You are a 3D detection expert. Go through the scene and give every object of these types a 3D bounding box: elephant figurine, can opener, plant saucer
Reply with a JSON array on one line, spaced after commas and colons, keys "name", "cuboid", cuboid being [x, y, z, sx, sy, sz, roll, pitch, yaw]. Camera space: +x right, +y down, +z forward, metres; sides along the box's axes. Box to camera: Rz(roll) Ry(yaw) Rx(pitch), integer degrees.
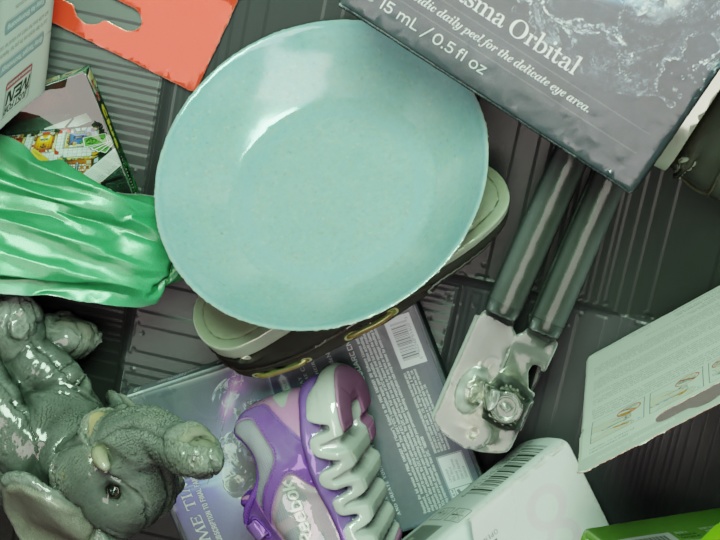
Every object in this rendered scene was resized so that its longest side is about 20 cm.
[{"name": "elephant figurine", "cuboid": [-0.165, 0.118, 1.252, 0.200, 0.155, 0.142, 35, 90, 23]}, {"name": "can opener", "cuboid": [0.102, 0.016, 1.264, 0.053, 0.067, 0.200, 23, 95, -1]}, {"name": "plant saucer", "cuboid": [-0.020, -0.051, 1.218, 0.201, 0.039, 0.201, -6, 64, 13]}]

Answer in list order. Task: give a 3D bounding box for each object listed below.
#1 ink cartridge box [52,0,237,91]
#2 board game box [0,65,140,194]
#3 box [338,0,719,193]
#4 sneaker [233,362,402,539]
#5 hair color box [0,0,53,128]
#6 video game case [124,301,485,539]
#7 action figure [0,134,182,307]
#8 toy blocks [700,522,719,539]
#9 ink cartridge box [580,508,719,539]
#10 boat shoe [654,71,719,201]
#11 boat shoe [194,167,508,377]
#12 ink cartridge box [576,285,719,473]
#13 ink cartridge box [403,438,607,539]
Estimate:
[{"name": "ink cartridge box", "cuboid": [-0.127, -0.222, 1.213, 0.163, 0.057, 0.200, 26, 103, -2]}, {"name": "board game box", "cuboid": [-0.241, -0.047, 1.292, 0.200, 0.023, 0.105, -17, 107, 10]}, {"name": "box", "cuboid": [0.124, -0.185, 1.157, 0.197, 0.117, 0.200, 32, 107, -2]}, {"name": "sneaker", "cuboid": [-0.027, 0.158, 1.289, 0.088, 0.080, 0.200, -9, 101, 16]}, {"name": "hair color box", "cuboid": [-0.213, -0.182, 1.174, 0.061, 0.099, 0.200, 14, 117, 8]}, {"name": "video game case", "cuboid": [-0.033, 0.112, 1.320, 0.200, 0.019, 0.143, -18, 104, 12]}, {"name": "action figure", "cuboid": [-0.184, -0.023, 1.247, 0.200, 0.055, 0.118, 12, 84, -10]}, {"name": "toy blocks", "cuboid": [0.295, 0.168, 1.231, 0.100, 0.200, 0.137, -5, 114, 50]}, {"name": "ink cartridge box", "cuboid": [0.174, 0.254, 1.270, 0.076, 0.148, 0.200, 36, 115, 40]}, {"name": "boat shoe", "cuboid": [0.242, -0.129, 1.189, 0.061, 0.072, 0.201, 32, 116, -3]}, {"name": "boat shoe", "cuboid": [0.000, 0.000, 1.255, 0.201, 0.072, 0.061, -25, 147, 4]}, {"name": "ink cartridge box", "cuboid": [0.203, 0.061, 1.182, 0.161, 0.200, 0.050, -30, 102, 14]}, {"name": "ink cartridge box", "cuboid": [0.101, 0.228, 1.271, 0.163, 0.057, 0.200, -36, 102, -31]}]
